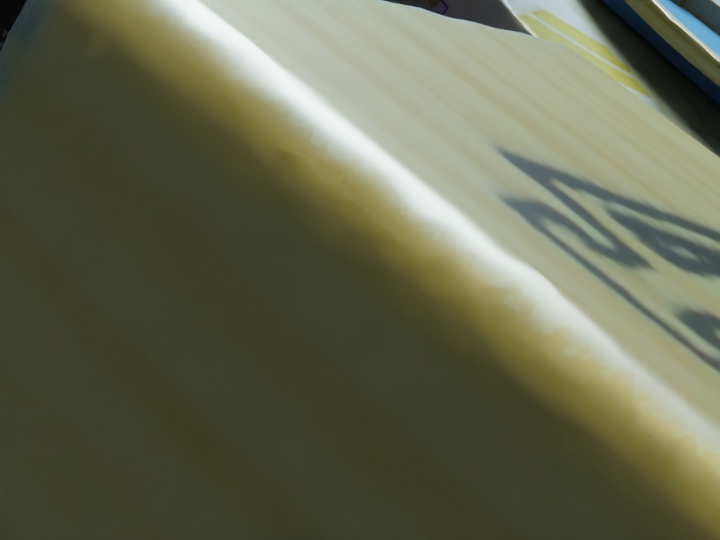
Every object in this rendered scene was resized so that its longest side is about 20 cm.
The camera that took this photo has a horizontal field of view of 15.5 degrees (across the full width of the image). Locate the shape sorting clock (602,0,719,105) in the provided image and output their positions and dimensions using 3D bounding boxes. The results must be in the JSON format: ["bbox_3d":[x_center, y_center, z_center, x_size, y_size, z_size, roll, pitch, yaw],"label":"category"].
[{"bbox_3d":[0.149,-0.070,0.850,0.199,0.039,0.200,33,23,-16],"label":"shape sorting clock"}]

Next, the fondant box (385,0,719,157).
[{"bbox_3d":[0.061,-0.064,0.830,0.144,0.058,0.200,3,41,-53],"label":"fondant box"}]

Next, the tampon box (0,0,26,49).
[{"bbox_3d":[-0.133,-0.125,0.793,0.149,0.127,0.200,11,20,-27],"label":"tampon box"}]

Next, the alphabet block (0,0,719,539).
[{"bbox_3d":[0.020,0.075,0.528,0.200,0.196,0.196,41,21,29],"label":"alphabet block"}]
